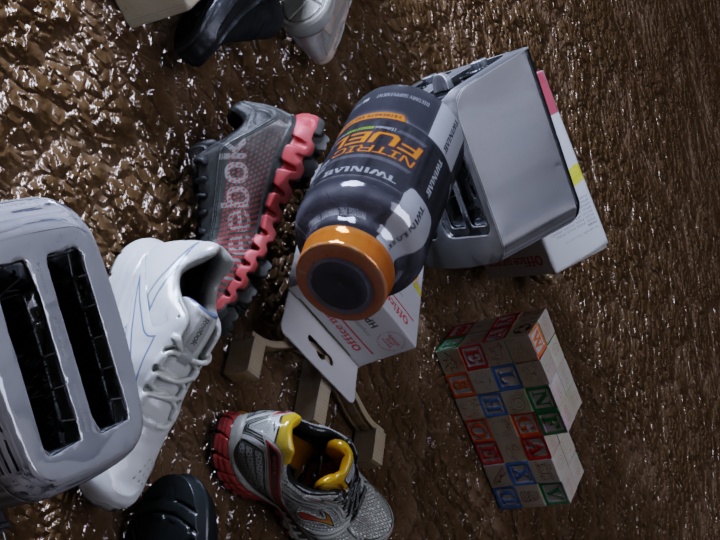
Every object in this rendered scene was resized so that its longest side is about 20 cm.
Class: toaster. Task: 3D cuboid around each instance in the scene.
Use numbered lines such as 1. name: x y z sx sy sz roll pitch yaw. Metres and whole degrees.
1. toaster: 0.106 -0.099 1.002 0.118 0.180 0.203 -28 104 -28
2. toaster: -0.203 0.054 0.557 0.113 0.128 0.204 -18 94 -55

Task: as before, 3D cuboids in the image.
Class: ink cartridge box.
1. ink cartridge box: 0.000 0.000 0.904 0.115 0.067 0.202 49 34 -34
2. ink cartridge box: 0.170 -0.098 1.119 0.083 0.145 0.203 -27 98 -22

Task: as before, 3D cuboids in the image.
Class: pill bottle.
1. pill bottle: 0.013 -0.051 0.795 0.107 0.105 0.201 56 34 -27

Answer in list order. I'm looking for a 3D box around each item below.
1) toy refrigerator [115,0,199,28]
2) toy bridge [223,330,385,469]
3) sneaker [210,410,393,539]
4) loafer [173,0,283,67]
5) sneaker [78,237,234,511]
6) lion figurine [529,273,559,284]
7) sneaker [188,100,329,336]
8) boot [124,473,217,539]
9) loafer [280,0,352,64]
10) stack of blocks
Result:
1. toy refrigerator: -0.137 -0.282 0.828 0.077 0.069 0.201 62 36 -31
2. toy bridge: -0.039 0.102 0.872 0.200 0.027 0.068 42 46 -41
3. sneaker: -0.030 0.174 0.810 0.200 0.081 0.079 42 47 -41
4. loafer: -0.095 -0.226 0.865 0.071 0.068 0.202 47 39 -20
5. sneaker: -0.141 0.060 0.684 0.074 0.086 0.203 39 50 -44
6. lion figurine: 0.187 -0.077 1.245 0.199 0.072 0.124 35 59 -27
7. sneaker: -0.102 -0.045 0.793 0.097 0.071 0.203 25 74 -9
8. boot: -0.089 0.248 0.707 0.161 0.072 0.202 19 70 -49
9. loafer: -0.031 -0.292 0.996 0.063 0.071 0.203 58 39 -52
10. stack of blocks: 0.174 0.151 1.089 0.059 0.114 0.203 -43 114 -52
